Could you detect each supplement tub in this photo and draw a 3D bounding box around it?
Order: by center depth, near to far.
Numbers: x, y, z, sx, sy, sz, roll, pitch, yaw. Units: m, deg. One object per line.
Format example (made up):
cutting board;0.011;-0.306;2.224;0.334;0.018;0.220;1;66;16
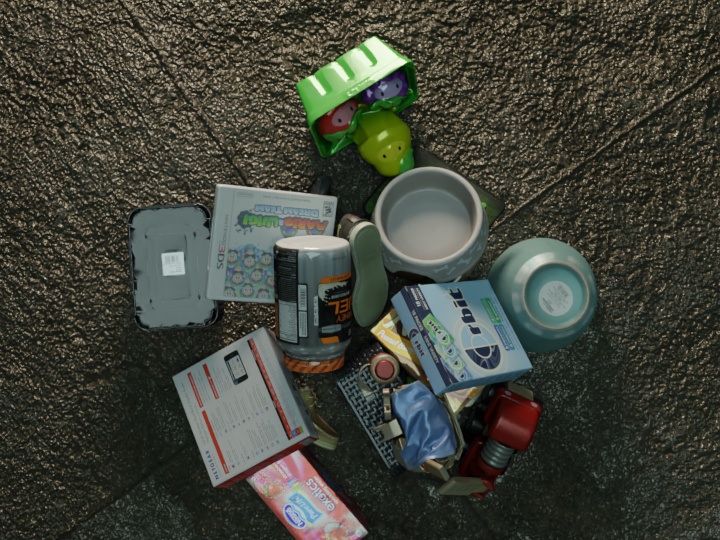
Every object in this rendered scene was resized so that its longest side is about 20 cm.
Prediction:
supplement tub;-0.074;0.051;1.378;0.122;0.123;0.201;-1;103;-3

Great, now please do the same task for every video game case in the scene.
video game case;-0.142;-0.038;1.413;0.199;0.024;0.183;4;98;-22

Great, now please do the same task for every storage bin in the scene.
storage bin;0.038;0.225;1.450;0.094;0.135;0.200;-32;90;-3
storage bin;-0.304;-0.005;1.456;0.135;0.094;0.201;-4;90;-2

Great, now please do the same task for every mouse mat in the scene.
mouse mat;0.123;-0.108;1.486;0.200;0.008;0.161;36;76;15

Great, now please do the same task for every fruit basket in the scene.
fruit basket;0.016;-0.253;1.464;0.215;0.156;0.216;-2;72;8

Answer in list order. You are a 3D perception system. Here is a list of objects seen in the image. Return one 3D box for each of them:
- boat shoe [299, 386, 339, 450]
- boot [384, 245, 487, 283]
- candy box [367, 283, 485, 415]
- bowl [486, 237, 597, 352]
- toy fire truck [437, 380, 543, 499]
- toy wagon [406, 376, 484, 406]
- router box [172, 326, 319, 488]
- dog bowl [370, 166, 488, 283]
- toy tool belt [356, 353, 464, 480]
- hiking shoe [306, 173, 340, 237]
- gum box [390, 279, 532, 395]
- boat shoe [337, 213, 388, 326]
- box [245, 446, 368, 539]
boat shoe;-0.108;0.222;1.475;0.200;0.074;0.066;39;93;-1
boot;0.116;-0.054;1.502;0.199;0.070;0.147;17;79;3
candy box;0.121;0.132;1.457;0.115;0.055;0.200;-43;90;-6
bowl;0.317;0.041;1.484;0.200;0.105;0.202;0;88;-2
toy fire truck;0.204;0.288;1.406;0.128;0.200;0.176;25;114;-3
toy wagon;0.152;0.134;1.507;0.155;0.040;0.201;-4;88;-3
router box;-0.188;0.220;1.422;0.179;0.049;0.200;-28;69;7
dog bowl;0.112;-0.080;1.442;0.199;0.059;0.201;-2;69;4
toy tool belt;0.077;0.217;1.322;0.125;0.123;0.200;-28;90;-4
hiking shoe;-0.048;-0.063;1.493;0.100;0.076;0.201;2;98;-11
gum box;0.163;0.101;1.395;0.200;0.045;0.170;-4;61;-43
boat shoe;0.000;0.000;1.449;0.072;0.061;0.202;-23;129;-28
box;-0.089;0.381;1.461;0.103;0.095;0.200;-39;91;-2
